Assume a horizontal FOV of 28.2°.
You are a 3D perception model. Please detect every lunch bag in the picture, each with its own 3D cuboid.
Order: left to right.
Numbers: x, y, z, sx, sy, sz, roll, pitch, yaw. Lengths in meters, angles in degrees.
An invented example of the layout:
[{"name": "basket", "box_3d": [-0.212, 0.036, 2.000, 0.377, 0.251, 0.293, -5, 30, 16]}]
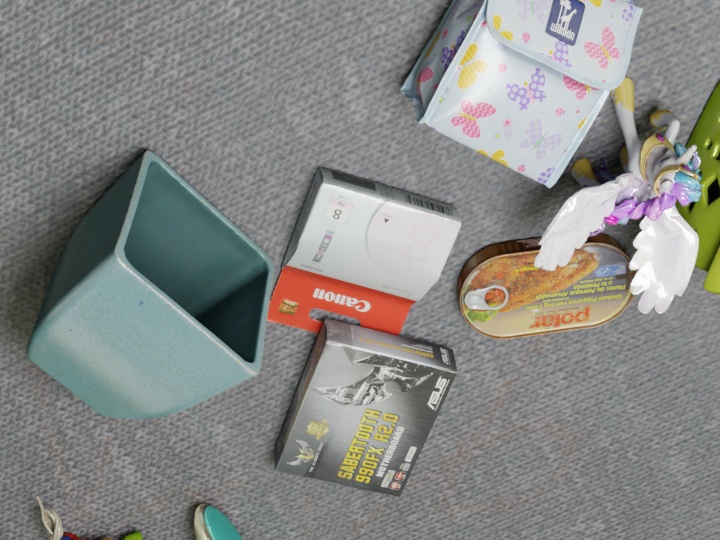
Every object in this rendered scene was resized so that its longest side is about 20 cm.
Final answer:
[{"name": "lunch bag", "box_3d": [0.163, -0.211, 1.421, 0.169, 0.127, 0.200, 25, 108, -21]}]

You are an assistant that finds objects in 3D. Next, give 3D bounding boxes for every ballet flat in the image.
[{"name": "ballet flat", "box_3d": [-0.159, 0.367, 1.756, 0.062, 0.067, 0.200, -25, 119, 20]}]

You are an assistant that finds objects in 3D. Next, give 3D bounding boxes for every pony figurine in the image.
[{"name": "pony figurine", "box_3d": [0.274, -0.078, 1.462, 0.166, 0.200, 0.193, 17, 117, -15]}]

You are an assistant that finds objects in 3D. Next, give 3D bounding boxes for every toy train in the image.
[{"name": "toy train", "box_3d": [-0.310, 0.338, 1.718, 0.116, 0.085, 0.200, -13, 121, -10]}]

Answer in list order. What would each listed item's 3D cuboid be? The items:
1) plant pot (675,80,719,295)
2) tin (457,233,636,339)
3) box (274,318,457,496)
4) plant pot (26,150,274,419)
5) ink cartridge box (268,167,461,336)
[{"name": "plant pot", "box_3d": [0.450, -0.064, 1.500, 0.199, 0.182, 0.200, 13, 117, -12]}, {"name": "tin", "box_3d": [0.208, 0.017, 1.605, 0.200, 0.042, 0.112, -7, 116, -2]}, {"name": "box", "box_3d": [0.004, 0.161, 1.653, 0.158, 0.048, 0.200, 14, 122, -14]}, {"name": "plant pot", "box_3d": [-0.234, 0.038, 1.494, 0.200, 0.196, 0.196, -34, 118, 25]}, {"name": "ink cartridge box", "box_3d": [0.000, 0.000, 1.569, 0.162, 0.057, 0.200, 15, 113, -14]}]
